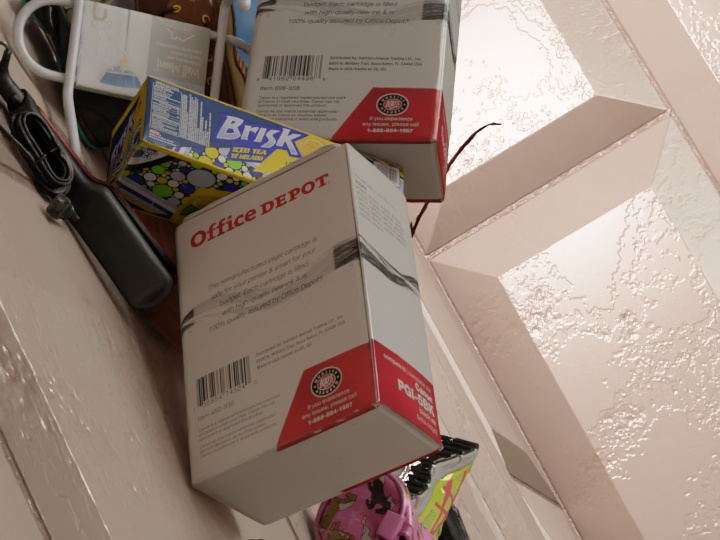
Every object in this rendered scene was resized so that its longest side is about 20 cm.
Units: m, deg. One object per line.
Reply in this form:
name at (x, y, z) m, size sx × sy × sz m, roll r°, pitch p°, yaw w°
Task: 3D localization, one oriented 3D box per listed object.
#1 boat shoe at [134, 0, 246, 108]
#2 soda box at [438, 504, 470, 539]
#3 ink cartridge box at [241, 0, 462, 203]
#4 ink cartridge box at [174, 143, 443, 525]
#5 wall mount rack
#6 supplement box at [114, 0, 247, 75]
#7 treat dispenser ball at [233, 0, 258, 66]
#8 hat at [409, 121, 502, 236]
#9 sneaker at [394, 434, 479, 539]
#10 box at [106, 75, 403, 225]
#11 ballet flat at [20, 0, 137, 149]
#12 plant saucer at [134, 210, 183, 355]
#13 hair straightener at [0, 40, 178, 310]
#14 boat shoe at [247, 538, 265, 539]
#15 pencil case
boat shoe at (-0.138, -0.177, 1.548) m, size 0.067 × 0.072 × 0.201 m, roll -2°, pitch 72°, yaw -54°
soda box at (0.069, 0.265, 1.703) m, size 0.071 × 0.063 × 0.200 m, roll 53°, pitch 9°, yaw -38°
ink cartridge box at (-0.003, -0.155, 1.490) m, size 0.084 × 0.143 × 0.201 m, roll 77°, pitch 17°, yaw -58°
ink cartridge box at (-0.036, 0.040, 1.304) m, size 0.083 × 0.146 × 0.201 m, roll 37°, pitch 37°, yaw -46°
wall mount rack at (-0.150, -0.134, 1.458) m, size 0.074 × 0.199 × 0.175 m, roll 157°, pitch -60°, yaw -63°
supplement box at (-0.174, -0.190, 1.654) m, size 0.201 × 0.110 × 0.086 m, roll 58°, pitch 5°, yaw -12°
treat dispenser ball at (-0.126, -0.241, 1.855) m, size 0.202 × 0.200 × 0.201 m, roll 58°, pitch 7°, yaw -11°
hat at (0.000, 0.000, 1.543) m, size 0.176 × 0.165 × 0.201 m, roll 148°, pitch -57°, yaw -60°
sneaker at (0.041, 0.192, 1.672) m, size 0.200 × 0.078 × 0.091 m, roll -30°, pitch 126°, yaw -63°
box at (-0.071, -0.060, 1.393) m, size 0.199 × 0.070 × 0.065 m, roll 19°, pitch 48°, yaw -21°
ballet flat at (-0.211, -0.184, 1.540) m, size 0.201 × 0.068 × 0.068 m, roll 62°, pitch 9°, yaw 19°
plant saucer at (-0.084, -0.001, 1.452) m, size 0.200 × 0.032 × 0.201 m, roll 28°, pitch 40°, yaw -27°
hair straightener at (-0.186, -0.061, 1.314) m, size 0.201 × 0.041 × 0.077 m, roll 59°, pitch 6°, yaw -9°
boat shoe at (-0.016, 0.239, 1.174) m, size 0.201 × 0.065 × 0.072 m, roll 62°, pitch 9°, yaw 25°
pencil case at (0.041, 0.236, 1.544) m, size 0.200 × 0.082 × 0.087 m, roll 55°, pitch 25°, yaw -41°
